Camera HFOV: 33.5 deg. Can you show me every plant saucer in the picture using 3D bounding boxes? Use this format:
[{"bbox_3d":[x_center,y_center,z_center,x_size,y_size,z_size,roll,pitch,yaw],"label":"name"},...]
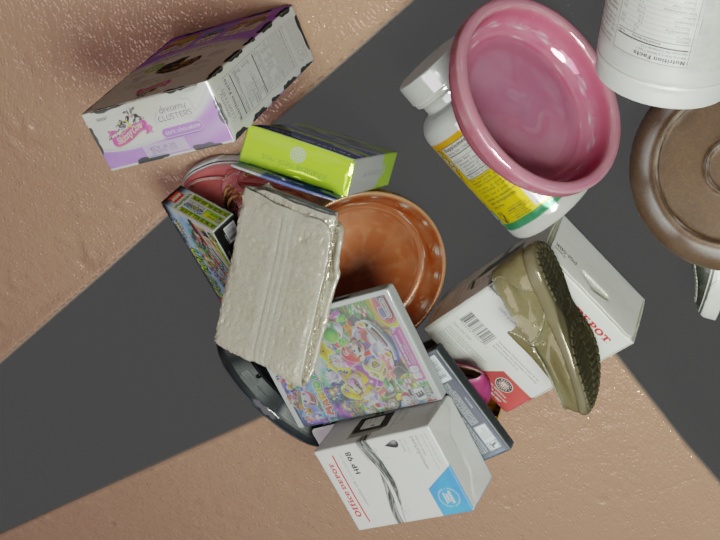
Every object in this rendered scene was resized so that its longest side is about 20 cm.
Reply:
[{"bbox_3d":[0.000,0.000,1.379,0.200,0.032,0.201,-7,114,-16],"label":"plant saucer"},{"bbox_3d":[0.160,-0.161,1.146,0.201,0.201,0.051,47,143,-11],"label":"plant saucer"},{"bbox_3d":[0.356,-0.098,1.139,0.200,0.032,0.201,1,95,19],"label":"plant saucer"}]

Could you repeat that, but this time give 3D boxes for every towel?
[{"bbox_3d":[-0.090,0.013,1.316,0.132,0.034,0.200,23,108,30],"label":"towel"}]

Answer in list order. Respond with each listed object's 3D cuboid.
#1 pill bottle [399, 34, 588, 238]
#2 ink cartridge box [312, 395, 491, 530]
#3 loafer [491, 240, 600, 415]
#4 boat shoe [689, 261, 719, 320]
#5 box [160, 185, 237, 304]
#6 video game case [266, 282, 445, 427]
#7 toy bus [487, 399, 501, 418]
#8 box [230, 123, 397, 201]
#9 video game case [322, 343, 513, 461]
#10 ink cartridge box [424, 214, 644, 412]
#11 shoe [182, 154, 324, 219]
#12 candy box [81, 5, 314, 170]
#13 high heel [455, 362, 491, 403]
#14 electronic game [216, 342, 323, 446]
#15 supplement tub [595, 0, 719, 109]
[{"bbox_3d":[0.136,-0.139,1.224,0.200,0.113,0.113,46,130,-12],"label":"pill bottle"},{"bbox_3d":[0.032,0.223,1.356,0.200,0.067,0.116,-18,108,34],"label":"ink cartridge box"},{"bbox_3d":[0.197,0.062,1.260,0.067,0.076,0.200,-12,108,33],"label":"loafer"},{"bbox_3d":[0.354,-0.044,1.222,0.064,0.071,0.200,10,119,18],"label":"boat shoe"},{"bbox_3d":[-0.158,-0.006,1.452,0.110,0.035,0.200,27,153,42],"label":"box"},{"bbox_3d":[-0.019,0.099,1.341,0.200,0.018,0.143,-16,110,33],"label":"video game case"},{"bbox_3d":[0.062,0.195,1.506,0.200,0.136,0.192,24,146,11],"label":"toy bus"},{"bbox_3d":[-0.045,-0.119,1.271,0.122,0.200,0.048,19,102,12],"label":"box"},{"bbox_3d":[0.057,0.179,1.371,0.200,0.019,0.143,-30,101,37],"label":"video game case"},{"bbox_3d":[0.196,0.051,1.352,0.147,0.083,0.200,45,130,-10],"label":"ink cartridge box"},{"bbox_3d":[-0.138,-0.085,1.408,0.200,0.091,0.072,1,124,25],"label":"shoe"},{"bbox_3d":[-0.169,-0.196,1.272,0.167,0.200,0.072,-8,119,31],"label":"candy box"},{"bbox_3d":[0.055,0.116,1.381,0.200,0.067,0.096,23,147,20],"label":"high heel"},{"bbox_3d":[-0.101,0.143,1.496,0.200,0.200,0.042,42,102,-7],"label":"electronic game"},{"bbox_3d":[0.286,-0.259,1.054,0.132,0.132,0.200,15,129,15],"label":"supplement tub"}]
